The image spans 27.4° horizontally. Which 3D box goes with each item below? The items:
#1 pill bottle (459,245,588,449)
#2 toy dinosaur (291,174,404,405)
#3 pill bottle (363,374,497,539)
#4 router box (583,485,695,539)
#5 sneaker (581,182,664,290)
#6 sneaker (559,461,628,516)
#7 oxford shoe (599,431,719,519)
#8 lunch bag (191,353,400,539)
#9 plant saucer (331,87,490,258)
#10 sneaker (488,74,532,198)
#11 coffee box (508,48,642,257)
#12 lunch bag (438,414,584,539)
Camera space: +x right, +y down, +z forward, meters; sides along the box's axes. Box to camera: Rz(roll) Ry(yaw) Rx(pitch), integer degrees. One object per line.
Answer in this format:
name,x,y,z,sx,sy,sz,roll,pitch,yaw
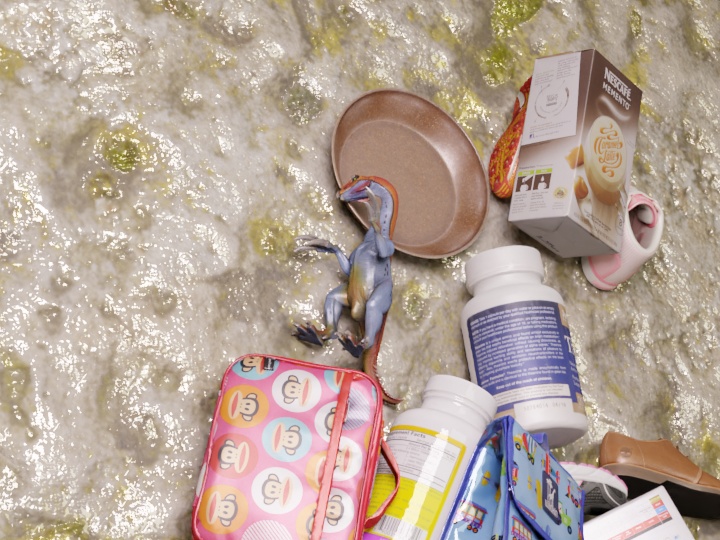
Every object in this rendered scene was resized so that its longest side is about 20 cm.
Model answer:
pill bottle,0.164,0.082,1.526,0.111,0.111,0.201,5,66,-31
toy dinosaur,0.000,0.000,1.480,0.182,0.105,0.200,-60,138,-32
pill bottle,0.061,0.202,1.386,0.104,0.104,0.200,33,65,-16
router box,0.247,0.332,1.420,0.200,0.049,0.180,-23,66,-9
sneaker,0.299,-0.086,1.701,0.075,0.105,0.201,10,62,-27
sneaker,0.173,0.240,1.488,0.199,0.080,0.087,8,68,-17
oxford shoe,0.348,0.221,1.609,0.200,0.071,0.071,21,53,-22
lunch bag,-0.052,0.182,1.319,0.176,0.082,0.200,10,61,0
plant saucer,0.048,-0.100,1.585,0.200,0.037,0.201,14,61,-28
sneaker,0.204,-0.153,1.688,0.077,0.073,0.200,36,53,-9
coffee box,0.239,-0.128,1.627,0.114,0.080,0.201,29,65,-45
lunch bag,0.146,0.242,1.356,0.151,0.094,0.200,42,50,-38
